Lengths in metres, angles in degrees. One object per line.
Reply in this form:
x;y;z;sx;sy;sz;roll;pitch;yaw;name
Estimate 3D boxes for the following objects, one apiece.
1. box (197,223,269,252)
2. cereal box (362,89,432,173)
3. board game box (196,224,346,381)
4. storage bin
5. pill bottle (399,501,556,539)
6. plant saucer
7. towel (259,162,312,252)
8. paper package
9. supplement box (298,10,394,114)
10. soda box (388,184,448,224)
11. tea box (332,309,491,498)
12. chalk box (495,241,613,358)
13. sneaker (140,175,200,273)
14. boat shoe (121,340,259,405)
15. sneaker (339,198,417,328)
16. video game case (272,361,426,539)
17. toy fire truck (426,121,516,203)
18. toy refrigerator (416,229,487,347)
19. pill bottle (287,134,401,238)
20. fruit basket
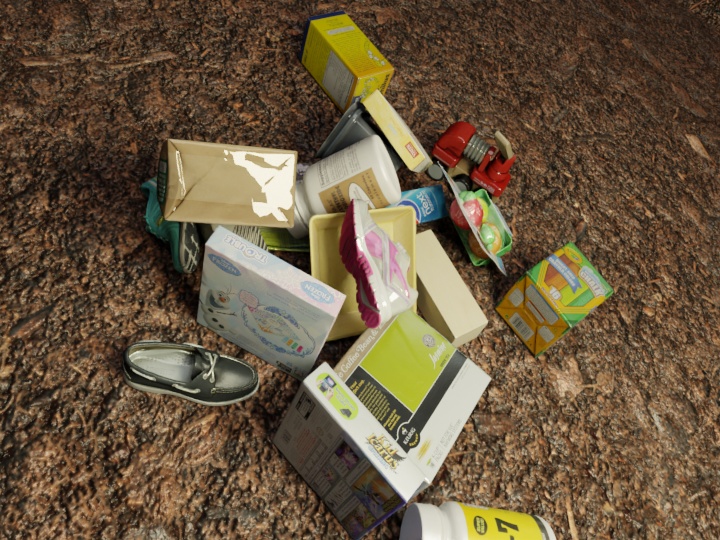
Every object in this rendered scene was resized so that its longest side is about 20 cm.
-0.207;-0.042;0.940;0.080;0.069;0.204;-15;64;-29;box
0.075;-0.250;1.054;0.146;0.039;0.200;54;13;0;cereal box
-0.137;0.056;0.818;0.196;0.201;0.044;29;51;0;board game box
0.006;-0.214;1.081;0.134;0.146;0.200;40;14;-2;storage bin
0.156;0.380;0.767;0.193;0.115;0.117;13;53;-12;pill bottle
0.000;0.000;0.951;0.194;0.048;0.208;-8;104;-26;plant saucer
-0.138;-0.124;1.052;0.139;0.023;0.206;3;57;-20;towel
-0.199;-0.130;0.829;0.184;0.107;0.199;1;12;-22;paper package
-0.035;-0.459;1.263;0.108;0.110;0.202;-25;69;-32;supplement box
0.068;-0.111;1.081;0.195;0.067;0.066;-16;93;-28;soda box
0.052;0.190;0.842;0.195;0.135;0.200;40;52;8;tea box
0.375;0.044;1.071;0.197;0.125;0.126;-28;70;-33;chalk box
-0.313;-0.076;0.934;0.077;0.078;0.204;-19;59;-9;sneaker
-0.237;0.144;0.808;0.193;0.061;0.078;5;55;-17;boat shoe
0.026;-0.015;0.853;0.085;0.082;0.206;-6;67;-24;sneaker
-0.025;0.241;0.735;0.045;0.202;0.182;-33;73;-37;video game case
0.240;-0.239;1.161;0.174;0.202;0.129;36;51;6;toy fire truck
0.138;0.036;1.022;0.074;0.071;0.203;-20;65;-23;toy refrigerator
-0.038;-0.134;0.959;0.195;0.114;0.117;-23;58;15;pill bottle
0.220;-0.098;1.071;0.092;0.200;0.190;-28;62;13;fruit basket
